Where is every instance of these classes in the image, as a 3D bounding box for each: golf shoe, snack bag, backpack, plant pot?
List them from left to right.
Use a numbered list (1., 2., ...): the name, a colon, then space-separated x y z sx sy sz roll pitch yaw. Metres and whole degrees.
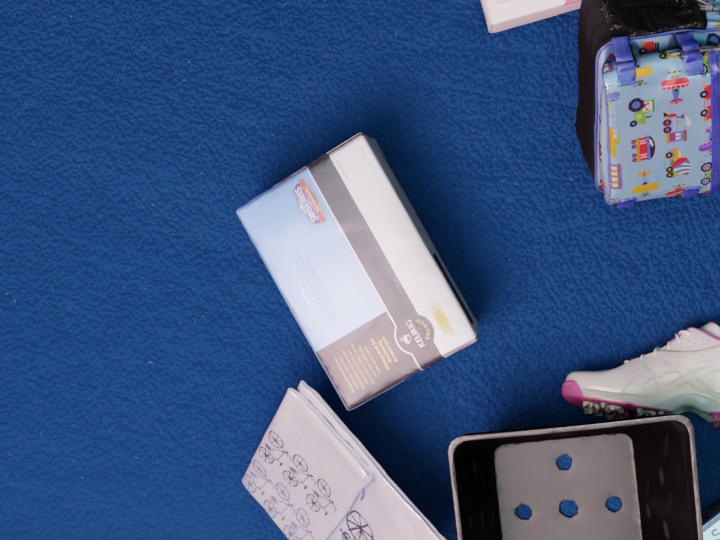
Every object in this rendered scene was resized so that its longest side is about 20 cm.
1. snack bag: -0.016 0.213 1.386 0.021 0.189 0.200 -34 75 -35
2. plant pot: 0.185 0.220 1.371 0.198 0.177 0.202 -6 93 5
3. golf shoe: 0.279 0.092 1.419 0.198 0.075 0.093 3 78 2
4. backpack: 0.288 -0.155 1.347 0.198 0.135 0.184 -6 131 -2

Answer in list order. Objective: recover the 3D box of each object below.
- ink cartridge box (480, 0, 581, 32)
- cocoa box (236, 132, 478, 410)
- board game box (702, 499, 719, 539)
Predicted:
1. ink cartridge box: 0.156 -0.326 1.395 0.143 0.084 0.202 -14 92 5
2. cocoa box: 0.000 0.000 1.397 0.131 0.133 0.201 -30 90 6
3. board game box: 0.386 0.243 1.427 0.199 0.034 0.136 -38 90 4
